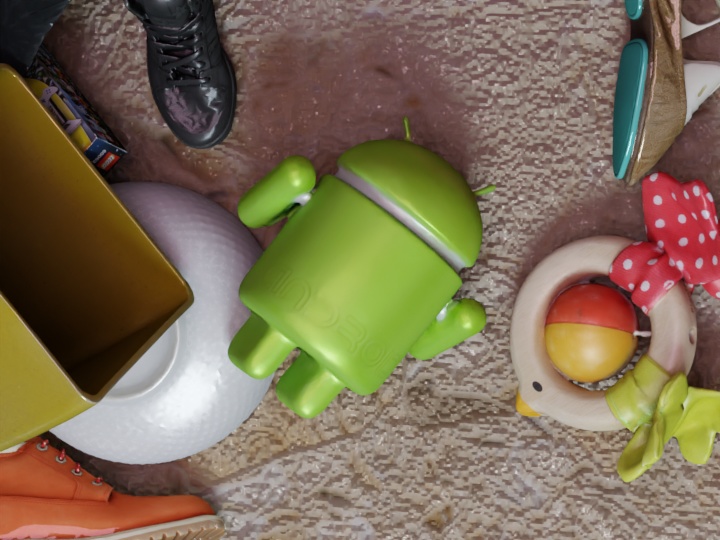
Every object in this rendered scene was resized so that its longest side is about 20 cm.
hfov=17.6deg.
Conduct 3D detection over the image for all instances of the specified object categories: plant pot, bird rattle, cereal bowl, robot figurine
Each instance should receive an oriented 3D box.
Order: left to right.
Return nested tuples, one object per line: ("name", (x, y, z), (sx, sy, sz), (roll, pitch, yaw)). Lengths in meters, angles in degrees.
("plant pot", (-0.257, 0.019, 1.466), (0.176, 0.200, 0.200), (-36, 96, 22))
("cereal bowl", (-0.158, 0.039, 1.592), (0.200, 0.083, 0.200), (1, 96, 11))
("robot figurine", (0.000, 0.000, 1.531), (0.175, 0.116, 0.200), (38, 86, -13))
("bird rattle", (0.172, 0.035, 1.525), (0.163, 0.113, 0.200), (2, 93, 27))

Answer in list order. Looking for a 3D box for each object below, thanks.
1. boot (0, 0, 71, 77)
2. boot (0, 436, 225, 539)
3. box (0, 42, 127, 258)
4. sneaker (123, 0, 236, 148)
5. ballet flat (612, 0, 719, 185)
("boot", (-0.229, -0.219, 1.561), (0.076, 0.168, 0.200), (28, 136, -23))
("boot", (-0.196, 0.159, 1.613), (0.200, 0.075, 0.107), (-3, 65, -7))
("box", (-0.268, -0.058, 1.597), (0.200, 0.038, 0.137), (-46, 58, 11))
("sneaker", (-0.128, -0.176, 1.550), (0.060, 0.104, 0.200), (-5, 98, 11))
("ballet flat", (0.203, -0.156, 1.523), (0.072, 0.068, 0.200), (0, 91, -9))
